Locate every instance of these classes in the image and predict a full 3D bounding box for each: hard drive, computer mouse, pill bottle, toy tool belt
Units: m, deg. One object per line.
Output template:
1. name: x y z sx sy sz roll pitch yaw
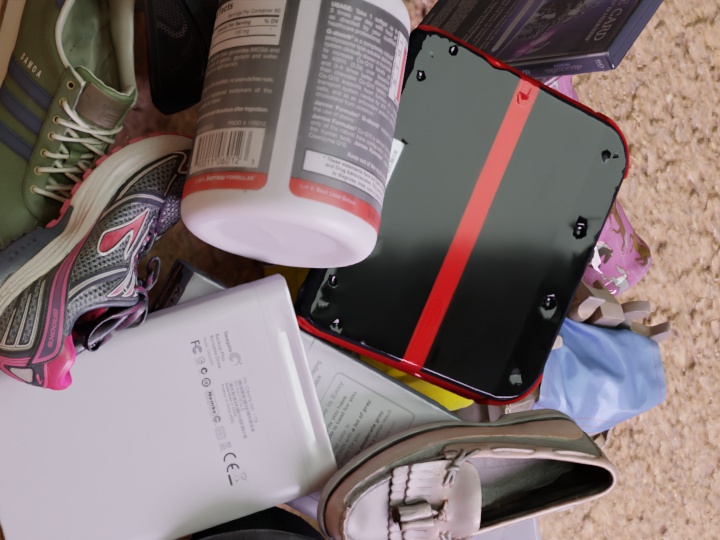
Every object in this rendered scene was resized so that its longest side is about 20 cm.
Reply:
1. hard drive: -0.123 0.094 1.277 0.199 0.027 0.132 -18 103 -11
2. computer mouse: -0.102 -0.170 1.301 0.200 0.052 0.139 90 1 -54
3. pill bottle: -0.033 -0.111 1.265 0.116 0.116 0.201 24 70 -43
4. toy tool belt: 0.166 0.071 1.566 0.199 0.123 0.125 1 69 -35

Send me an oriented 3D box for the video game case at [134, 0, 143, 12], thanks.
1. video game case: -0.158 -0.294 1.355 0.182 0.023 0.201 42 59 -37

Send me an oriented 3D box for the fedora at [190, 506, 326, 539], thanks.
1. fedora: -0.057 0.214 1.350 0.201 0.200 0.092 51 22 -31

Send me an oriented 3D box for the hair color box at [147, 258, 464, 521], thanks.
1. hair color box: -0.048 0.085 1.340 0.200 0.061 0.099 30 91 -18

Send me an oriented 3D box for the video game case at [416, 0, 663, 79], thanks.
1. video game case: 0.120 -0.176 1.485 0.143 0.199 0.019 -53 126 -35

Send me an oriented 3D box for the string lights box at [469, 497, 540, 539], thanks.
1. string lights box: 0.094 0.190 1.476 0.200 0.059 0.103 -55 138 -86

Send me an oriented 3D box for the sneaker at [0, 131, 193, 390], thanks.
1. sneaker: -0.145 -0.003 1.252 0.200 0.075 0.081 -47 160 -35

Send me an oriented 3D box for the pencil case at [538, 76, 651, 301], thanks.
1. pencil case: 0.150 -0.069 1.616 0.086 0.083 0.200 -30 117 -10

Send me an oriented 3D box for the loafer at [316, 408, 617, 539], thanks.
1. loafer: 0.069 0.130 1.319 0.199 0.063 0.072 -13 118 -34

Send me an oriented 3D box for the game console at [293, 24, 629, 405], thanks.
1. game console: 0.067 -0.029 1.343 0.176 0.031 0.201 24 88 -24

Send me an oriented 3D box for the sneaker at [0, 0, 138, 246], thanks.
1. sneaker: -0.174 -0.090 1.270 0.067 0.090 0.201 19 74 -45

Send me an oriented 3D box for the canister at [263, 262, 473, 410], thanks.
1. canister: 0.000 0.000 1.449 0.148 0.086 0.201 -10 96 -45
